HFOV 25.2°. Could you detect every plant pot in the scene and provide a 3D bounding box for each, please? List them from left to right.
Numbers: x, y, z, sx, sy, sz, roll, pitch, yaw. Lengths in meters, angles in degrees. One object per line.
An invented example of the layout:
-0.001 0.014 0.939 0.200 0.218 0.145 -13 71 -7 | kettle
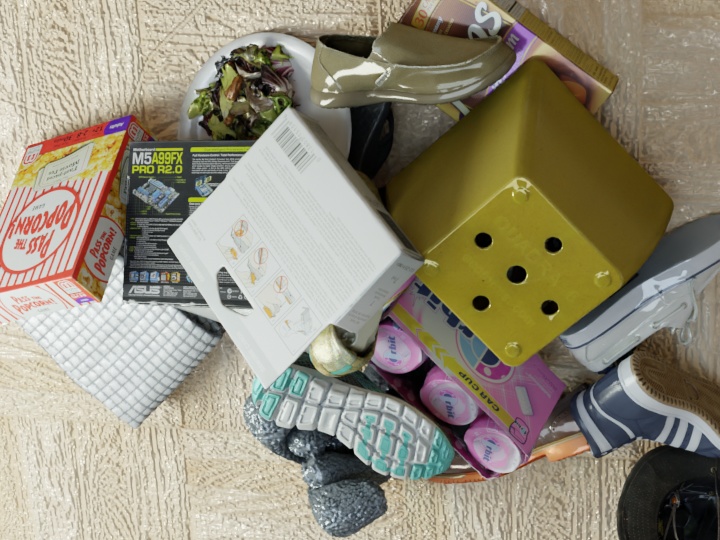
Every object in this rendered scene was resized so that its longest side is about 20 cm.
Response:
0.145 -0.032 1.449 0.200 0.176 0.200 -40 103 24 | plant pot

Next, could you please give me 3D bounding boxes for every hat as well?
0.345 0.267 1.619 0.201 0.201 0.081 26 156 4 | hat

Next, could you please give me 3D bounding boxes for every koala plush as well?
0.016 0.144 1.642 0.200 0.184 0.177 -39 80 7 | koala plush

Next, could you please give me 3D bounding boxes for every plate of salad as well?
-0.101 -0.134 1.574 0.200 0.048 0.200 0 90 29 | plate of salad

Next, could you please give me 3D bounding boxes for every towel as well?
-0.256 0.045 1.703 0.200 0.086 0.166 42 117 -6 | towel

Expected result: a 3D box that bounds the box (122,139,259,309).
-0.128 -0.043 1.532 0.200 0.044 0.160 1 87 22 | box

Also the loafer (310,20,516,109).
0.041 -0.191 1.467 0.200 0.076 0.067 -6 117 19 | loafer

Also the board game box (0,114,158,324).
-0.294 -0.050 1.596 0.151 0.200 0.046 -12 139 34 | board game box

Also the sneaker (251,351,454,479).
0.002 0.127 1.526 0.200 0.091 0.078 26 112 9 | sneaker

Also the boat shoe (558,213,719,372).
0.291 0.032 1.541 0.202 0.075 0.086 -37 113 4 | boat shoe

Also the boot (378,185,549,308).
0.089 0.006 1.608 0.186 0.064 0.200 -9 114 21 | boot

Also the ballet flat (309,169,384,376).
0.000 0.000 1.482 0.071 0.071 0.200 6 73 13 | ballet flat

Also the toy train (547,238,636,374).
0.231 0.038 1.592 0.046 0.034 0.200 -18 105 25 | toy train

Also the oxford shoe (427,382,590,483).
0.156 0.170 1.658 0.200 0.071 0.073 -19 85 17 | oxford shoe

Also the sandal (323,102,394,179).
-0.004 -0.114 1.574 0.075 0.048 0.201 15 93 38 | sandal

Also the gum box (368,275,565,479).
0.100 0.095 1.550 0.200 0.114 0.066 45 132 -6 | gum box

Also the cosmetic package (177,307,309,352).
-0.087 0.008 1.605 0.200 0.107 0.090 16 116 27 | cosmetic package

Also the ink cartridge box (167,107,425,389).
-0.061 -0.018 1.430 0.174 0.044 0.200 -47 56 15 | ink cartridge box

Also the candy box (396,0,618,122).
0.127 -0.190 1.517 0.200 0.056 0.117 37 117 0 | candy box

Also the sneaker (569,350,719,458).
0.292 0.151 1.579 0.200 0.070 0.108 29 130 -32 | sneaker
